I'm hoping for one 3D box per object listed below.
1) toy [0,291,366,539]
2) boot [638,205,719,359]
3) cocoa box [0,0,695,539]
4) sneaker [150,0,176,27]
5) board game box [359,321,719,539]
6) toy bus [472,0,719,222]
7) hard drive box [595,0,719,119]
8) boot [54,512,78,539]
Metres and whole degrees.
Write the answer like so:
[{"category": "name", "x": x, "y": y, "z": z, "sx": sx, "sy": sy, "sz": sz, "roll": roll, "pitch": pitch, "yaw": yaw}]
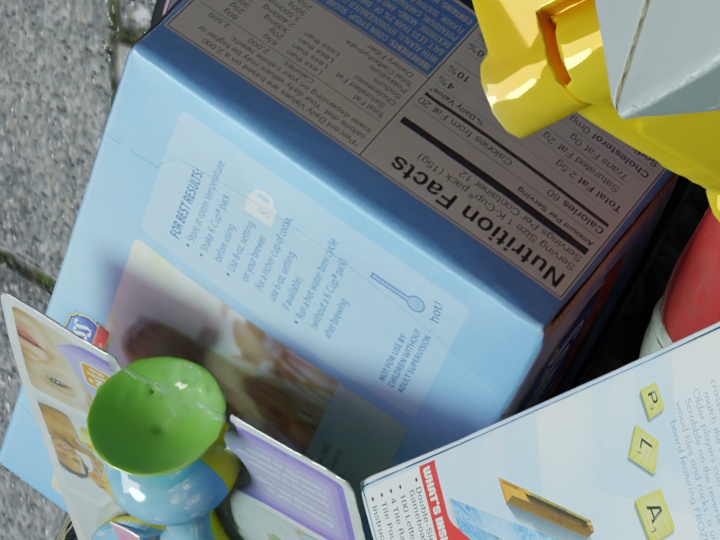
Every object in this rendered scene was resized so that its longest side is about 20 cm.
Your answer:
[{"category": "toy", "x": -0.047, "y": 0.100, "z": 0.792, "sx": 0.115, "sy": 0.047, "sz": 0.200, "roll": 26, "pitch": 147, "yaw": 25}, {"category": "boot", "x": 0.133, "y": 0.019, "z": 0.643, "sx": 0.200, "sy": 0.072, "sz": 0.145, "roll": -120, "pitch": 37, "yaw": -47}, {"category": "cocoa box", "x": 0.000, "y": 0.000, "z": 0.810, "sx": 0.133, "sy": 0.131, "sz": 0.200, "roll": 35, "pitch": 141, "yaw": 8}, {"category": "sneaker", "x": -0.049, "y": -0.046, "z": 1.016, "sx": 0.114, "sy": 0.075, "sz": 0.200, "roll": 155, "pitch": 134, "yaw": -81}, {"category": "board game box", "x": 0.088, "y": 0.116, "z": 0.615, "sx": 0.199, "sy": 0.041, "sz": 0.200, "roll": -29, "pitch": 74, "yaw": 56}, {"category": "toy bus", "x": 0.066, "y": -0.118, "z": 0.567, "sx": 0.136, "sy": 0.192, "sz": 0.200, "roll": -25, "pitch": 66, "yaw": 36}, {"category": "hard drive box", "x": 0.129, "y": -0.112, "z": 0.444, "sx": 0.077, "sy": 0.200, "sz": 0.156, "roll": 150, "pitch": 112, "yaw": -65}, {"category": "boot", "x": -0.076, "y": 0.138, "z": 1.053, "sx": 0.204, "sy": 0.073, "sz": 0.154, "roll": -49, "pitch": 24, "yaw": -1}]
